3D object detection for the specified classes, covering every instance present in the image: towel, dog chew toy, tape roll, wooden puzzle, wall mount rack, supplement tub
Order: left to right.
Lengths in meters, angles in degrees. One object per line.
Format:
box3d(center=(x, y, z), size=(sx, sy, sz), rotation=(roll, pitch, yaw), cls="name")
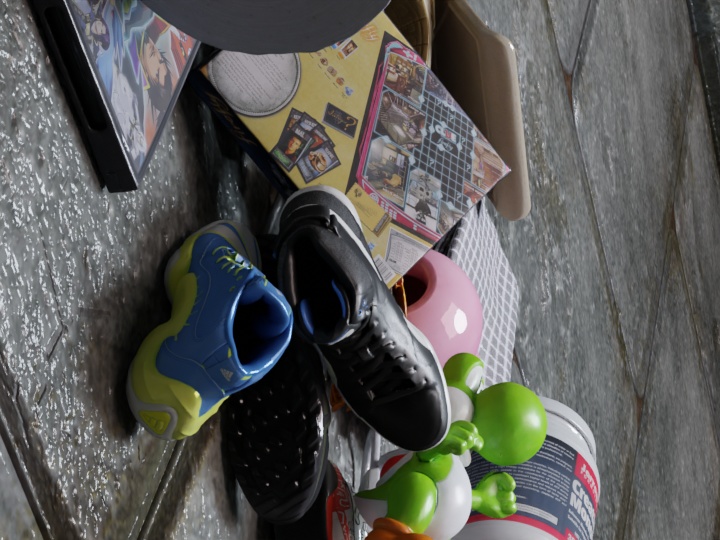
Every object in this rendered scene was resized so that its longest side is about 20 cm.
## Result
box3d(center=(-0.059, -0.229, 1.355), size=(0.066, 0.199, 0.201), rotation=(-70, 149, -51), cls="tape roll")
box3d(center=(0.036, 0.203, 1.741), size=(0.174, 0.074, 0.201), rotation=(109, -12, -59), cls="wall mount rack")
box3d(center=(0.042, 0.073, 1.815), size=(0.201, 0.124, 0.125), rotation=(75, 18, -49), cls="dog chew toy")
box3d(center=(0.080, 0.026, 1.998), size=(0.166, 0.085, 0.201), rotation=(66, 25, -44), cls="towel")
box3d(center=(0.097, -0.165, 2.000), size=(0.200, 0.037, 0.186), rotation=(-128, -156, -52), cls="wooden puzzle")
box3d(center=(0.140, 0.221, 2.035), size=(0.200, 0.140, 0.141), rotation=(-73, 152, -51), cls="supplement tub")

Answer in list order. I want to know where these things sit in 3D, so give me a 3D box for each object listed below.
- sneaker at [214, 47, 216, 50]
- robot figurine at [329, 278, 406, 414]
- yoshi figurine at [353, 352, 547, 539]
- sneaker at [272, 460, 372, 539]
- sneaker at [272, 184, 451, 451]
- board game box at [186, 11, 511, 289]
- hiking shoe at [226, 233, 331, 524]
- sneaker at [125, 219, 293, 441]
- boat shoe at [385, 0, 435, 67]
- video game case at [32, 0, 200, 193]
box3d(center=(-0.055, -0.174, 1.616), size=(0.078, 0.091, 0.201), rotation=(-21, 105, -71), cls="sneaker")
box3d(center=(0.000, 0.000, 1.659), size=(0.145, 0.058, 0.201), rotation=(123, -37, -79), cls="robot figurine")
box3d(center=(0.076, 0.145, 1.623), size=(0.112, 0.112, 0.201), rotation=(33, 52, -16), cls="yoshi figurine")
box3d(center=(-0.027, 0.234, 1.616), size=(0.108, 0.067, 0.202), rotation=(50, 35, -57), cls="sneaker")
box3d(center=(-0.005, 0.049, 1.505), size=(0.201, 0.073, 0.112), rotation=(62, 13, -13), cls="sneaker")
box3d(center=(-0.007, -0.101, 1.572), size=(0.135, 0.035, 0.200), rotation=(-43, 101, -20), cls="board game box")
box3d(center=(-0.045, 0.079, 1.592), size=(0.101, 0.075, 0.201), rotation=(31, 54, -65), cls="hiking shoe")
box3d(center=(-0.075, 0.026, 1.443), size=(0.076, 0.105, 0.200), rotation=(49, 33, -25), cls="sneaker")
box3d(center=(0.036, -0.216, 1.952), size=(0.069, 0.073, 0.201), rotation=(26, 59, -63), cls="boat shoe")
box3d(center=(-0.150, -0.180, 1.421), size=(0.200, 0.025, 0.181), rotation=(-75, 153, -50), cls="video game case")
